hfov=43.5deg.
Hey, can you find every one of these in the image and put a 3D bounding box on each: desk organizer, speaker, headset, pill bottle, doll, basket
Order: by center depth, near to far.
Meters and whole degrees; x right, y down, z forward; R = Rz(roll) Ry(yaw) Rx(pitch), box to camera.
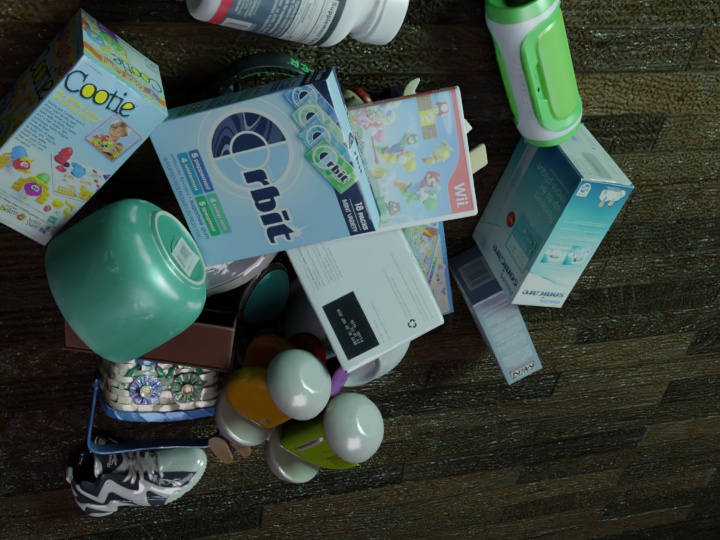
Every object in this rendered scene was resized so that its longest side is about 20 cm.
[{"bbox_3d":[-0.058,-0.284,0.873,0.199,0.120,0.120,5,128,-26],"label":"pill bottle"},{"bbox_3d":[-0.126,-0.152,0.982,0.199,0.094,0.123,-28,137,28],"label":"headset"},{"bbox_3d":[0.202,-0.239,1.040,0.088,0.089,0.200,-25,135,2],"label":"speaker"},{"bbox_3d":[-0.244,0.057,1.067,0.199,0.072,0.077,9,134,-7],"label":"desk organizer"},{"bbox_3d":[-0.265,0.153,1.172,0.175,0.139,0.201,-2,125,-19],"label":"basket"},{"bbox_3d":[-0.119,0.183,1.241,0.136,0.200,0.049,-28,100,37],"label":"doll"}]

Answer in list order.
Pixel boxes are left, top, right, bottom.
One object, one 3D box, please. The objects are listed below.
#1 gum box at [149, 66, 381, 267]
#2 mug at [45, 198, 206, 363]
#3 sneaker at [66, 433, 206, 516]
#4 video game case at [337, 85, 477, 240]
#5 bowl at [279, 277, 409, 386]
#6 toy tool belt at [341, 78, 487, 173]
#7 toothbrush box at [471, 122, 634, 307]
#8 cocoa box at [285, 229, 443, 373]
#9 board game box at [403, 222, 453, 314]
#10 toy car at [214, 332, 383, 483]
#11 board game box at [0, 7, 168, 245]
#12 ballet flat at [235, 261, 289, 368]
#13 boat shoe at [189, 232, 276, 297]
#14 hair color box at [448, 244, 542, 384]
[{"bbox_3d":[-0.098,-0.102,0.938,0.199,0.045,0.171,-11,118,15],"label":"gum box"},{"bbox_3d":[-0.237,-0.010,0.945,0.114,0.186,0.152,-28,156,13],"label":"mug"},{"bbox_3d":[-0.331,0.283,1.305,0.198,0.080,0.130,-12,143,3],"label":"sneaker"},{"bbox_3d":[0.018,-0.110,0.971,0.199,0.017,0.144,-10,115,4],"label":"video game case"},{"bbox_3d":[-0.018,0.092,1.213,0.200,0.091,0.202,0,135,0],"label":"bowl"},{"bbox_3d":[0.062,-0.159,1.047,0.123,0.125,0.200,-45,120,-7],"label":"toy tool belt"},{"bbox_3d":[0.240,-0.074,1.162,0.085,0.147,0.201,4,130,-24],"label":"toothbrush box"},{"bbox_3d":[0.000,0.000,1.077,0.133,0.201,0.131,-26,177,4],"label":"cocoa box"},{"bbox_3d":[0.052,-0.001,1.232,0.134,0.034,0.201,-18,134,-6],"label":"board game box"},{"bbox_3d":[-0.067,0.156,1.111,0.200,0.150,0.175,41,134,-20],"label":"toy car"},{"bbox_3d":[-0.302,-0.143,0.914,0.200,0.103,0.105,-41,131,17],"label":"board game box"},{"bbox_3d":[-0.138,0.056,1.184,0.072,0.072,0.201,-5,131,-17],"label":"ballet flat"},{"bbox_3d":[-0.193,-0.012,1.099,0.200,0.070,0.072,-26,140,7],"label":"boat shoe"},{"bbox_3d":[0.195,0.065,1.302,0.060,0.099,0.200,-27,135,3],"label":"hair color box"}]
